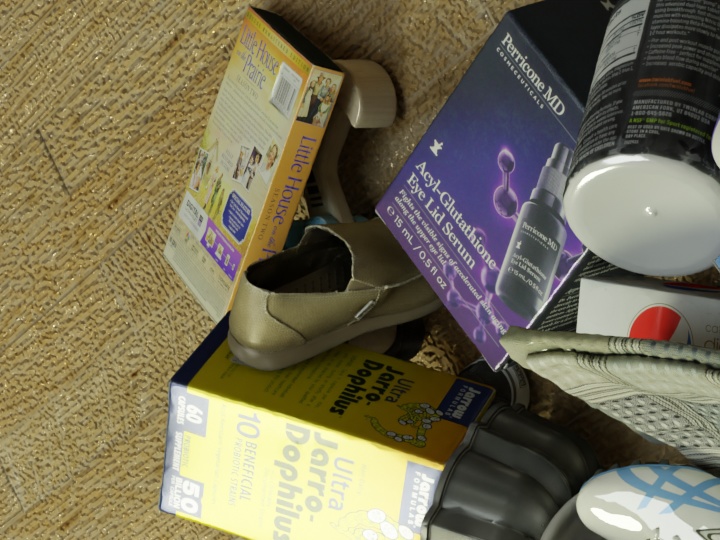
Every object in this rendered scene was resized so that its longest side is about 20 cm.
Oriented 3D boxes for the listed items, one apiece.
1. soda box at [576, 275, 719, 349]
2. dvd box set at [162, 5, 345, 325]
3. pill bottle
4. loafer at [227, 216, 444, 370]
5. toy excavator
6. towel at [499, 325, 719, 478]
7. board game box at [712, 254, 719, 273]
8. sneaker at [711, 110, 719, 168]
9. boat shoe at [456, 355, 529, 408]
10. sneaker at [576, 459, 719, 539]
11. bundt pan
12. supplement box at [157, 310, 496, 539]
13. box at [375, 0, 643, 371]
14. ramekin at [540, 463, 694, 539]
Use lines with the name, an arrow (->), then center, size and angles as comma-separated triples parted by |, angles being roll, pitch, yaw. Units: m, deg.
soda box -> 0.226, 0.048, 1.616 | 0.199, 0.063, 0.069 | 9, 97, 41
dvd box set -> -0.079, -0.073, 1.897 | 0.146, 0.029, 0.201 | 45, 118, 60
pill bottle -> 0.188, -0.103, 1.562 | 0.106, 0.201, 0.107 | 11, 142, 9
loafer -> 0.000, 0.000, 1.790 | 0.076, 0.199, 0.068 | 43, 152, 37
toy excavator -> -0.027, -0.026, 1.898 | 0.194, 0.099, 0.201 | -36, 68, 45
towel -> 0.203, 0.086, 1.532 | 0.199, 0.192, 0.035 | 6, 72, 52
board game box -> 0.321, -0.042, 1.465 | 0.097, 0.159, 0.200 | 55, 136, 17
sneaker -> 0.240, -0.146, 1.510 | 0.200, 0.081, 0.146 | -50, 37, -2
boat shoe -> 0.052, 0.139, 1.878 | 0.070, 0.066, 0.200 | 52, 134, 21
sneaker -> 0.217, 0.172, 1.591 | 0.199, 0.073, 0.072 | 20, 137, 19
bundt pan -> 0.107, 0.193, 1.754 | 0.075, 0.202, 0.203 | 15, 114, 24
supplement box -> -0.023, 0.121, 1.796 | 0.199, 0.110, 0.109 | 15, 121, 15
box -> 0.124, -0.058, 1.710 | 0.148, 0.104, 0.200 | 53, 135, 22
ramekin -> 0.201, 0.228, 1.658 | 0.200, 0.200, 0.105 | 39, 144, 31
